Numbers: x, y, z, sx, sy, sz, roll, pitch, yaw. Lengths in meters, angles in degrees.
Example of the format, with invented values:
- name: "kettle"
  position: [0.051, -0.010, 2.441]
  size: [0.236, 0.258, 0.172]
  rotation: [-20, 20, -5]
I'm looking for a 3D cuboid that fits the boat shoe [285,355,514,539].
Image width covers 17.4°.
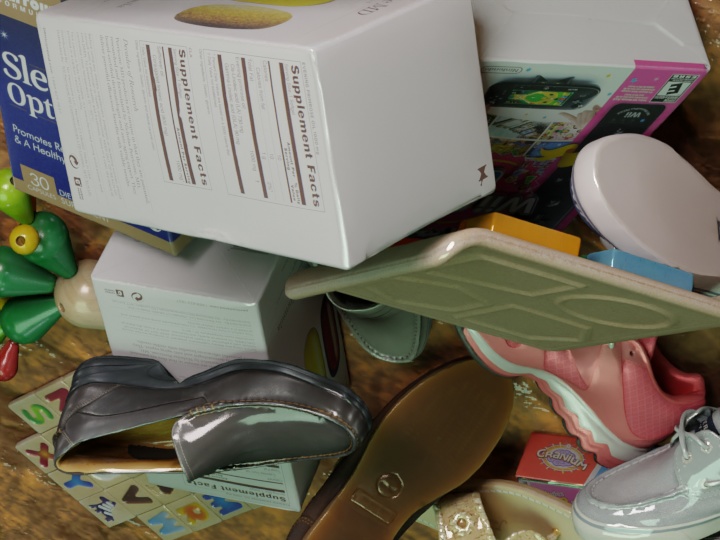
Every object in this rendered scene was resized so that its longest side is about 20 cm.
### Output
- name: "boat shoe"
  position: [0.017, 0.131, 1.511]
  size: [0.070, 0.200, 0.070]
  rotation: [44, 179, -12]

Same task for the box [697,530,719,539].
- name: "box"
  position: [0.275, 0.201, 1.488]
  size: [0.199, 0.050, 0.158]
  rotation: [-7, 134, 4]

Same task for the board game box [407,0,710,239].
- name: "board game box"
  position: [0.072, -0.078, 1.267]
  size: [0.147, 0.064, 0.200]
  rotation: [1, 150, -29]

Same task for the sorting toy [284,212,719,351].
- name: "sorting toy"
  position: [0.085, 0.006, 1.256]
  size: [0.200, 0.037, 0.185]
  rotation: [11, 169, -27]

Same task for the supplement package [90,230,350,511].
- name: "supplement package"
  position: [-0.083, 0.041, 1.483]
  size: [0.109, 0.114, 0.200]
  rotation: [9, 139, 17]

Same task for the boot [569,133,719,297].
- name: "boot"
  position: [0.160, -0.013, 1.301]
  size: [0.090, 0.073, 0.200]
  rotation: [-17, 150, 41]

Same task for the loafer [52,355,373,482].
- name: "loafer"
  position: [-0.090, 0.099, 1.403]
  size: [0.199, 0.072, 0.073]
  rotation: [-2, 133, 25]

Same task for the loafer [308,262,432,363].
- name: "loafer"
  position: [0.000, 0.000, 1.422]
  size: [0.070, 0.070, 0.200]
  rotation: [0, 144, 19]

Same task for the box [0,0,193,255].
- name: "box"
  position: [-0.155, -0.108, 1.332]
  size: [0.121, 0.032, 0.200]
  rotation: [22, 137, 24]

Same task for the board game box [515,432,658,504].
- name: "board game box"
  position: [0.193, 0.197, 1.575]
  size: [0.153, 0.040, 0.200]
  rotation: [6, 136, 20]

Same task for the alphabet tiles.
- name: "alphabet tiles"
  position: [-0.155, 0.129, 1.693]
  size: [0.200, 0.006, 0.166]
  rotation: [-25, 120, 41]

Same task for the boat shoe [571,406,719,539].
- name: "boat shoe"
  position: [0.221, 0.110, 1.421]
  size: [0.200, 0.070, 0.072]
  rotation: [-15, 122, 4]

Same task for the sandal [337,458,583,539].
- name: "sandal"
  position: [0.061, 0.174, 1.546]
  size: [0.211, 0.070, 0.078]
  rotation: [19, 142, 33]

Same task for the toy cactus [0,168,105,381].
- name: "toy cactus"
  position: [-0.215, 0.010, 1.540]
  size: [0.165, 0.102, 0.200]
  rotation: [15, 131, -4]

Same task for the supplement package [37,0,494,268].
- name: "supplement package"
  position: [-0.047, -0.084, 1.168]
  size: [0.200, 0.114, 0.110]
  rotation: [12, 120, 42]

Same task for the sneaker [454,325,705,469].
- name: "sneaker"
  position: [0.133, 0.037, 1.424]
  size: [0.087, 0.074, 0.200]
  rotation: [-30, 124, 32]
